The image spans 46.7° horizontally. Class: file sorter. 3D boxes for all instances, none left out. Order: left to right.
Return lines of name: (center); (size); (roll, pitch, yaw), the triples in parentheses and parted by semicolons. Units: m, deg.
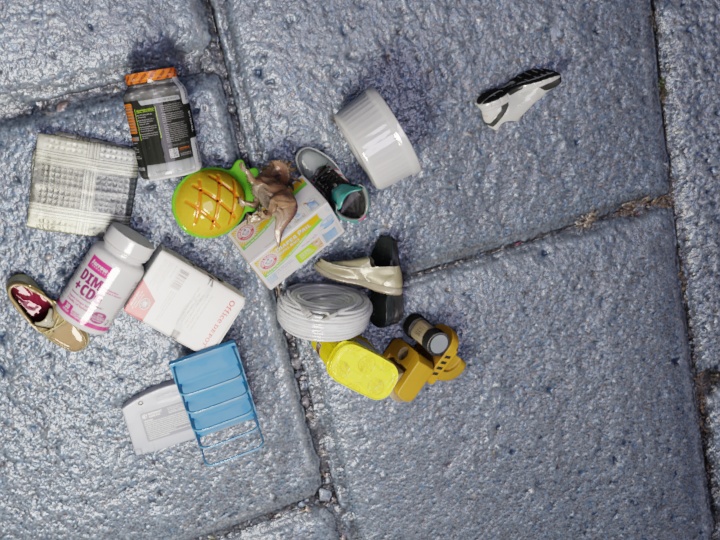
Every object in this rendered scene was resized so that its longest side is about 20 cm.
file sorter: (-0.284, 0.271, 1.682); (0.138, 0.123, 0.201); (-19, 121, -12)

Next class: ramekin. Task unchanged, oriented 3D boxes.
ramekin: (0.031, -0.262, 1.682); (0.097, 0.201, 0.201); (-31, 108, 1)

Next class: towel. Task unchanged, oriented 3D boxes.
towel: (-0.543, -0.164, 1.629); (0.199, 0.035, 0.193); (8, 102, -19)

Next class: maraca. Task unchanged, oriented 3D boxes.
maraca: (-0.282, -0.144, 1.666); (0.200, 0.107, 0.138); (-27, 105, -25)

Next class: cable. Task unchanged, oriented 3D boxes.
cable: (-0.073, 0.082, 1.723); (0.199, 0.200, 0.070); (-7, 110, -36)

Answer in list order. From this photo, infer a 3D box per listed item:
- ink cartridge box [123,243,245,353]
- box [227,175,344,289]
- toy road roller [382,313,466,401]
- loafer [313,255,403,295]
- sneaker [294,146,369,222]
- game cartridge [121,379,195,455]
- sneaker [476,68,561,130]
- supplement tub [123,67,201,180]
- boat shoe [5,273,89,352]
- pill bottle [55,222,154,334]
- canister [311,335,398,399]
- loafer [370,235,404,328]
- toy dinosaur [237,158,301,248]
ink cartridge box: (-0.358, 0.061, 1.697); (0.200, 0.083, 0.147); (33, 92, -20)
box: (-0.151, -0.076, 1.695); (0.200, 0.101, 0.113); (-39, 145, -4)
toy road roller: (0.142, 0.209, 1.854); (0.146, 0.123, 0.200); (37, 89, -31)
loafer: (0.000, 0.000, 1.766); (0.199, 0.076, 0.069); (15, 91, 10)
sneaker: (-0.052, -0.171, 1.714); (0.084, 0.121, 0.200); (-46, 108, -3)
game cartridge: (-0.394, 0.300, 1.764); (0.199, 0.042, 0.134); (-16, 101, -12)
sneaker: (0.349, -0.376, 1.819); (0.199, 0.074, 0.080); (-25, 122, -5)
supplement tub: (-0.381, -0.281, 1.597); (0.122, 0.123, 0.201); (-12, 105, -13)
boat shoe: (-0.619, 0.093, 1.639); (0.074, 0.066, 0.200); (-46, 109, -2)
pill bottle: (-0.495, 0.014, 1.626); (0.113, 0.113, 0.200); (32, 96, -19)
canister: (-0.018, 0.184, 1.758); (0.148, 0.200, 0.087); (28, 93, -19)
loafer: (0.062, 0.023, 1.825); (0.072, 0.073, 0.201); (-5, 102, -44)
toy dinosaur: (-0.162, -0.148, 1.631); (0.135, 0.086, 0.201); (-12, 64, -32)
